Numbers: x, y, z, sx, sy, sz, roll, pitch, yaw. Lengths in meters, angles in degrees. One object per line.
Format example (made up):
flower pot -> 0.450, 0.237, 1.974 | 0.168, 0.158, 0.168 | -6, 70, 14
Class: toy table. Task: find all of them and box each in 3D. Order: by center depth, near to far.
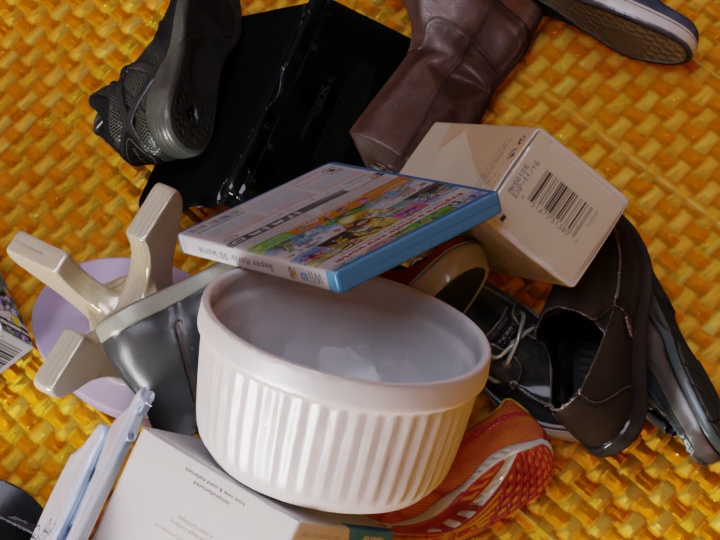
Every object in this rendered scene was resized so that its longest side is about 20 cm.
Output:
toy table -> -0.181, 0.036, 1.788 | 0.199, 0.117, 0.185 | 11, 66, 20

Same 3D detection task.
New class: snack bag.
snack bag -> -0.212, 0.186, 1.645 | 0.021, 0.200, 0.189 | 28, 66, -9

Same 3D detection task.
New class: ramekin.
ramekin -> -0.018, 0.081, 1.571 | 0.199, 0.200, 0.106 | 22, 113, 25

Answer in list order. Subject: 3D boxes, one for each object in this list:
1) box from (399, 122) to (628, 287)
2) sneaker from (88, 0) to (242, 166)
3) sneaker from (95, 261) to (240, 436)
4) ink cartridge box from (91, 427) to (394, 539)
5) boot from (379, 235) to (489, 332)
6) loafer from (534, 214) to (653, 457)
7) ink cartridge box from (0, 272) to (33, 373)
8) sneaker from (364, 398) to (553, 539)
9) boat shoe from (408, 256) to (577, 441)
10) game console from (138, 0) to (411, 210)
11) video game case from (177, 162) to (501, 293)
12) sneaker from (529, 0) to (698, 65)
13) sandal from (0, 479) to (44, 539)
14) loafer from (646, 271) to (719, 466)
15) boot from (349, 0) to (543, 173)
box -> 0.102, -0.051, 1.700 | 0.078, 0.095, 0.200 | -56, 20, -7
sneaker -> -0.163, -0.167, 1.901 | 0.114, 0.076, 0.200 | -15, 50, 36
sneaker -> -0.081, 0.044, 1.679 | 0.199, 0.075, 0.107 | -27, 88, -11
ink cartridge box -> -0.102, 0.234, 1.605 | 0.144, 0.147, 0.201 | 27, 94, 28
boot -> 0.000, 0.000, 1.723 | 0.200, 0.072, 0.145 | -42, 64, 36
loafer -> 0.163, 0.031, 1.657 | 0.073, 0.071, 0.201 | -31, 46, 35
ink cartridge box -> -0.348, 0.011, 1.874 | 0.109, 0.050, 0.201 | -37, 57, 12
sneaker -> 0.047, 0.167, 1.688 | 0.199, 0.073, 0.077 | -29, 38, 0
boat shoe -> 0.105, 0.058, 1.720 | 0.199, 0.071, 0.072 | 31, 74, 27
game console -> -0.057, -0.111, 1.884 | 0.175, 0.116, 0.201 | 25, 64, -6
video game case -> -0.017, -0.033, 1.614 | 0.143, 0.018, 0.200 | -26, 22, -30
sneaker -> 0.209, -0.257, 1.859 | 0.202, 0.077, 0.147 | 29, 76, 28
sandal -> -0.250, 0.220, 1.749 | 0.076, 0.043, 0.200 | -45, 60, -11
loafer -> 0.210, 0.068, 1.696 | 0.063, 0.072, 0.201 | -33, 50, 16
boot -> 0.029, -0.168, 1.838 | 0.186, 0.064, 0.201 | 30, 70, 1
